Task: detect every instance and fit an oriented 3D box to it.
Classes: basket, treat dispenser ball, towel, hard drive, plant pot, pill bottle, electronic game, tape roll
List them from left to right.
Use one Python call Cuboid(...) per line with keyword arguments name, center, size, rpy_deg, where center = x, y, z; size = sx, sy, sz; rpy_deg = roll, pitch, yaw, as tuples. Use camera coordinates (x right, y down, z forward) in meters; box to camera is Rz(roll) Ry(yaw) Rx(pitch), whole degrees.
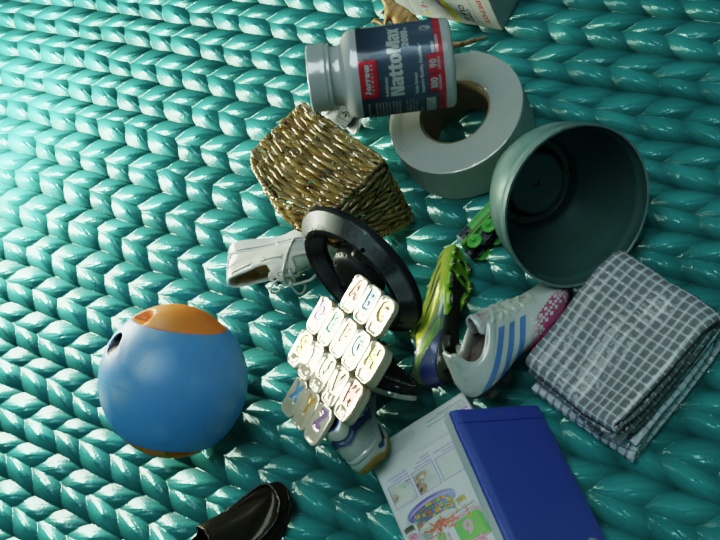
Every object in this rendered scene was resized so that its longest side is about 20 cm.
Cuboid(name="treat dispenser ball", center=(-0.249, 0.147, 1.446), size=(0.197, 0.201, 0.204), rpy_deg=(-12, 58, 20))
Cuboid(name="basket", center=(-0.046, -0.108, 1.516), size=(0.143, 0.149, 0.199), rpy_deg=(-46, 53, -8))
Cuboid(name="electronic game", center=(0.000, 0.000, 1.400), size=(0.198, 0.202, 0.042), rpy_deg=(28, 60, 35))
Cuboid(name="pill bottle", center=(0.028, -0.271, 1.475), size=(0.196, 0.120, 0.121), rpy_deg=(-7, 58, 2))
Cuboid(name="tape roll", center=(0.143, -0.205, 1.531), size=(0.199, 0.071, 0.206), rpy_deg=(-12, 58, 20))
Cuboid(name="hard drive", center=(0.188, 0.243, 1.230), size=(0.026, 0.130, 0.202), rpy_deg=(-62, 38, 39))
Cuboid(name="plant pot", center=(0.242, -0.096, 1.364), size=(0.200, 0.201, 0.134), rpy_deg=(-42, 26, -1))
Cuboid(name="towel", center=(0.306, 0.094, 1.274), size=(0.201, 0.086, 0.165), rpy_deg=(-49, 53, -5))

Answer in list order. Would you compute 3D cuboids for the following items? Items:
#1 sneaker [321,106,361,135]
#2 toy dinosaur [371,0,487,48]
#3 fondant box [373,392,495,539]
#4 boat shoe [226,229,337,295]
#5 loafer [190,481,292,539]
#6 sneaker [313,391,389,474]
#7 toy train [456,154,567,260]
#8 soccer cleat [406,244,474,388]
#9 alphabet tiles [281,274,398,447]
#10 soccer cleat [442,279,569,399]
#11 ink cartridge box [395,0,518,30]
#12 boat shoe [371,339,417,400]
Cuboid(name="sneaker", center=(0.009, -0.267, 1.609), size=(0.199, 0.075, 0.117), rpy_deg=(2, 67, 54))
Cuboid(name="toy dinosaur", center=(0.079, -0.361, 1.646), size=(0.199, 0.060, 0.107), rpy_deg=(37, 125, 4))
Cuboid(name="fondant box", center=(0.111, 0.269, 1.290), size=(0.143, 0.058, 0.202), rpy_deg=(-32, 53, 7))
Cuboid(name="boat shoe", center=(-0.109, -0.004, 1.541), size=(0.199, 0.075, 0.088), rpy_deg=(-6, 60, 25))
Cuboid(name="loafer", center=(-0.170, 0.343, 1.378), size=(0.200, 0.071, 0.073), rpy_deg=(-44, 53, -2))
Cuboid(name="sneaker", center=(-0.024, 0.166, 1.360), size=(0.075, 0.088, 0.200), rpy_deg=(-44, 26, 3))
Cuboid(name="toy train", center=(0.204, -0.096, 1.460), size=(0.200, 0.042, 0.056), rpy_deg=(-45, 44, -3))
Cuboid(name="soccer cleat", center=(0.097, 0.056, 1.413), size=(0.083, 0.065, 0.203), rpy_deg=(-13, 55, 36))
Cuboid(name="alphabet tiles", center=(-0.030, 0.105, 1.313), size=(0.197, 0.014, 0.200), rpy_deg=(-59, 30, 3))
Cuboid(name="soccer cleat", center=(0.180, 0.065, 1.326), size=(0.200, 0.087, 0.070), rpy_deg=(-47, 19, -22))
Cuboid(name="ink cartridge box", center=(0.143, -0.475, 1.634), size=(0.198, 0.145, 0.146), rpy_deg=(18, 72, 33))
Cuboid(name="boat shoe", center=(0.007, 0.110, 1.405), size=(0.199, 0.073, 0.061), rpy_deg=(28, 99, 51))
